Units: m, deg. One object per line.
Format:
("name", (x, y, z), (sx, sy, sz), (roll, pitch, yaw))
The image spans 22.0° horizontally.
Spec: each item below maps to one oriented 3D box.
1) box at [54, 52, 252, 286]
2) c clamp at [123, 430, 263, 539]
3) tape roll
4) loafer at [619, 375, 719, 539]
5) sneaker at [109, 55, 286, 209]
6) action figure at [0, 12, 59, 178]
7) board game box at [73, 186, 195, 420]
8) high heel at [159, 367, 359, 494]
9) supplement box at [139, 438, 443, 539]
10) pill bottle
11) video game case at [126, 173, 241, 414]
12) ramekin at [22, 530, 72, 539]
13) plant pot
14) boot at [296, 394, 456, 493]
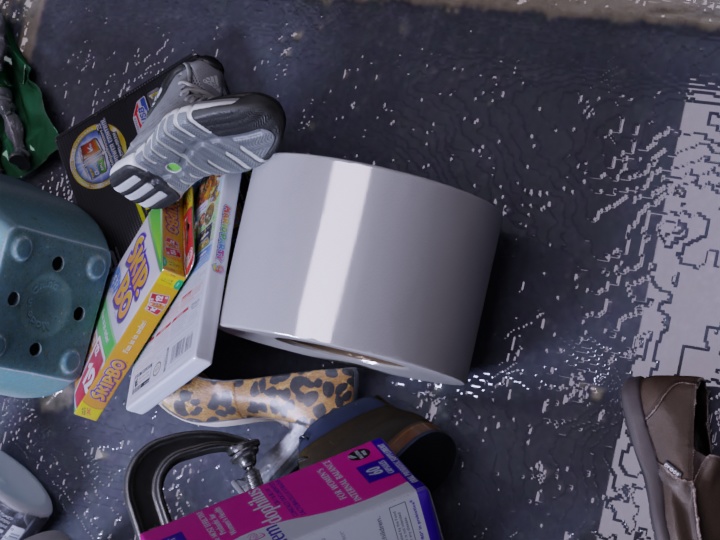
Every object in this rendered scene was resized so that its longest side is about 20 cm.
("box", (-0.167, -0.066, 1.619), (0.160, 0.044, 0.201), (-28, 69, 17))
("c clamp", (-0.093, 0.213, 1.472), (0.170, 0.027, 0.201), (-22, 80, -20))
("tape roll", (0.000, 0.000, 1.438), (0.202, 0.203, 0.140), (10, 84, 27))
("loafer", (0.249, 0.164, 1.355), (0.071, 0.073, 0.201), (-22, 71, 19))
("sneaker", (-0.120, -0.129, 1.439), (0.200, 0.075, 0.116), (-19, 44, 47))
("action figure", (-0.349, -0.176, 1.729), (0.118, 0.055, 0.201), (-28, 64, 21))
("board game box", (-0.186, 0.025, 1.520), (0.200, 0.030, 0.096), (-52, 29, 34))
("high heel", (-0.098, 0.078, 1.540), (0.143, 0.071, 0.200), (-46, 75, 12))
("supplement box", (-0.046, 0.217, 1.347), (0.199, 0.104, 0.101), (-22, 23, -13))
("pill bottle", (-0.367, 0.254, 1.611), (0.106, 0.106, 0.200), (42, 98, 26))
("video game case", (-0.140, 0.002, 1.486), (0.143, 0.018, 0.201), (-36, 42, 55))
("ramekin", (-0.280, 0.321, 1.509), (0.105, 0.200, 0.200), (42, 98, 17))
("plant pot", (-0.326, 0.012, 1.565), (0.199, 0.196, 0.197), (15, 89, 41))
("boot", (-0.027, 0.176, 1.457), (0.200, 0.075, 0.097), (-33, 34, -14))
